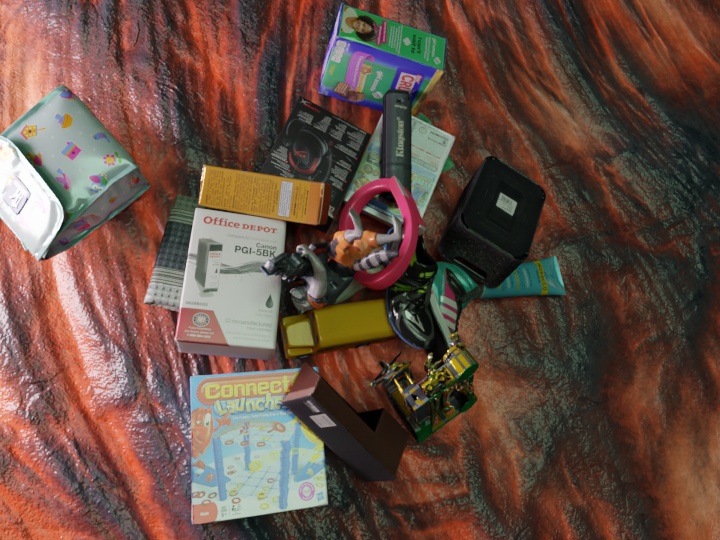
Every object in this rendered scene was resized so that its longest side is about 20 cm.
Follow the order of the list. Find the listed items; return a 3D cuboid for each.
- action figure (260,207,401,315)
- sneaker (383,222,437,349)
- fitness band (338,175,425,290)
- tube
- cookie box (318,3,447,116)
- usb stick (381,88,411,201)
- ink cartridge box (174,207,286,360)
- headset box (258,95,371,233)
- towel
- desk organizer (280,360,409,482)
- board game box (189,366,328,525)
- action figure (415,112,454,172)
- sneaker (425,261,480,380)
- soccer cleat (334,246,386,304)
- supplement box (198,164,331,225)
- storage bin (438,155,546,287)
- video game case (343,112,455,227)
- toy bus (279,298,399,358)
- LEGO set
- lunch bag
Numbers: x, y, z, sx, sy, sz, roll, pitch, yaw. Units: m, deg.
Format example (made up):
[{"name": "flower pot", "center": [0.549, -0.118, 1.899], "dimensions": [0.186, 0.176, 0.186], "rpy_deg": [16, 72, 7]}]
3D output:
[{"name": "action figure", "center": [-0.044, -0.003, 0.785], "dimensions": [0.106, 0.193, 0.199], "rpy_deg": [52, 30, 10]}, {"name": "sneaker", "center": [0.082, 0.022, 0.863], "dimensions": [0.069, 0.082, 0.206], "rpy_deg": [-3, 80, -29]}, {"name": "fitness band", "center": [0.029, -0.064, 0.871], "dimensions": [0.037, 0.143, 0.203], "rpy_deg": [27, 33, -39]}, {"name": "tube", "center": [0.300, 0.018, 1.030], "dimensions": [0.195, 0.050, 0.080], "rpy_deg": [-6, 81, -22]}, {"name": "cookie box", "center": [0.036, -0.371, 0.999], "dimensions": [0.194, 0.171, 0.077], "rpy_deg": [12, 73, -12]}, {"name": "usb stick", "center": [0.064, -0.219, 0.962], "dimensions": [0.054, 0.033, 0.206], "rpy_deg": [2, 78, -4]}, {"name": "ink cartridge box", "center": [-0.192, 0.021, 0.827], "dimensions": [0.143, 0.083, 0.206], "rpy_deg": [6, 69, -13]}, {"name": "headset box", "center": [-0.087, -0.175, 0.954], "dimensions": [0.146, 0.075, 0.204], "rpy_deg": [25, 69, -7]}, {"name": "towel", "center": [-0.228, -0.015, 0.894], "dimensions": [0.195, 0.035, 0.198], "rpy_deg": [13, 68, -10]}, {"name": "desk organizer", "center": [-0.017, 0.222, 0.817], "dimensions": [0.201, 0.071, 0.078], "rpy_deg": [49, 45, -21]}, {"name": "board game box", "center": [-0.153, 0.254, 0.817], "dimensions": [0.194, 0.056, 0.202], "rpy_deg": [-2, 75, -17]}, {"name": "action figure", "center": [0.067, -0.190, 1.016], "dimensions": [0.198, 0.055, 0.119], "rpy_deg": [-35, 87, -15]}, {"name": "sneaker", "center": [0.161, 0.075, 0.954], "dimensions": [0.118, 0.083, 0.205], "rpy_deg": [-19, 93, -26]}, {"name": "soccer cleat", "center": [0.000, 0.000, 0.927], "dimensions": [0.196, 0.078, 0.071], "rpy_deg": [-20, 80, -20]}, {"name": "supplement box", "center": [-0.148, -0.118, 0.854], "dimensions": [0.194, 0.067, 0.071], "rpy_deg": [8, 97, 6]}, {"name": "storage bin", "center": [0.239, -0.091, 0.988], "dimensions": [0.133, 0.094, 0.202], "rpy_deg": [31, 54, -1]}, {"name": "video game case", "center": [0.071, -0.181, 0.981], "dimensions": [0.140, 0.018, 0.204], "rpy_deg": [25, 77, -1]}, {"name": "toy bus", "center": [-0.027, 0.092, 0.886], "dimensions": [0.195, 0.078, 0.067], "rpy_deg": [-6, 75, -25]}, {"name": "LEGO set", "center": [0.099, 0.164, 0.849], "dimensions": [0.152, 0.201, 0.116], "rpy_deg": [-36, 57, -4]}, {"name": "lunch bag", "center": [-0.449, -0.138, 0.814], "dimensions": [0.200, 0.122, 0.171], "rpy_deg": [-43, 91, -15]}]
